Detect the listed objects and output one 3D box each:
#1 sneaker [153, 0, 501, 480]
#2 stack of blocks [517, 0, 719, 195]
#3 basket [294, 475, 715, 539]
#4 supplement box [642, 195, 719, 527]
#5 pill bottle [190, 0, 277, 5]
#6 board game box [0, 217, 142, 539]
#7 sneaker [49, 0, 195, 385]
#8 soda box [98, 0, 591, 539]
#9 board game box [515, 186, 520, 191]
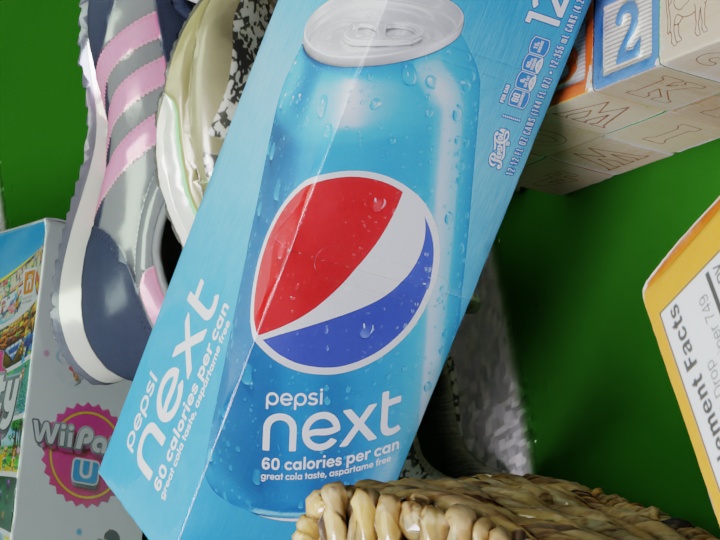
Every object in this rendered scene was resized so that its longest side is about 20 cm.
[{"bbox_3d":[0.000,0.000,0.850,0.088,0.077,0.202,-12,98,33],"label":"sneaker"},{"bbox_3d":[0.098,-0.103,0.765,0.199,0.058,0.116,-20,63,53],"label":"stack of blocks"},{"bbox_3d":[0.053,0.165,0.731,0.142,0.149,0.202,13,91,24],"label":"basket"},{"bbox_3d":[0.135,0.068,0.648,0.069,0.066,0.201,-48,43,41],"label":"supplement box"},{"bbox_3d":[-0.069,-0.179,0.925,0.200,0.119,0.120,46,117,53],"label":"pill bottle"},{"bbox_3d":[-0.145,0.091,1.070,0.147,0.064,0.202,-13,68,54],"label":"board game box"},{"bbox_3d":[-0.062,-0.057,1.001,0.082,0.070,0.202,-4,80,40],"label":"sneaker"},{"bbox_3d":[-0.006,-0.010,0.773,0.068,0.064,0.201,43,115,59],"label":"soda box"},{"bbox_3d":[0.009,-0.118,0.927,0.134,0.034,0.202,-14,69,55],"label":"board game box"}]
